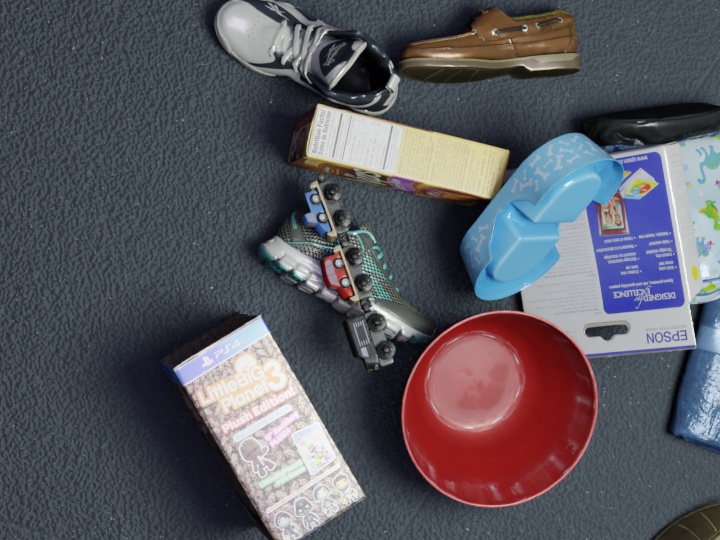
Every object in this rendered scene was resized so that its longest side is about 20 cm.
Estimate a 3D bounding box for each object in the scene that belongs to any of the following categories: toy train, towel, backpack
[{"bbox_3d":[-0.016,0.002,1.618,0.045,0.034,0.201,-18,81,-5],"label":"toy train"},{"bbox_3d":[0.403,0.097,1.765,0.111,0.049,0.201,18,86,-10],"label":"towel"},{"bbox_3d":[0.324,-0.063,1.713,0.162,0.154,0.202,-7,104,-18],"label":"backpack"}]

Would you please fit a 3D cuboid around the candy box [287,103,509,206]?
[{"bbox_3d":[0.035,-0.112,1.654,0.199,0.117,0.057,14,87,-11],"label":"candy box"}]

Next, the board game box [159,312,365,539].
[{"bbox_3d":[-0.098,0.151,1.602,0.096,0.159,0.201,-31,95,-10],"label":"board game box"}]

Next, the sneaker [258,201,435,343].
[{"bbox_3d":[0.000,0.000,1.669,0.199,0.078,0.092,33,79,-11],"label":"sneaker"}]

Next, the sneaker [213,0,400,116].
[{"bbox_3d":[-0.046,-0.216,1.630,0.198,0.130,0.080,32,83,-10],"label":"sneaker"}]

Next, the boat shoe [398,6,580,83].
[{"bbox_3d":[0.129,-0.233,1.703,0.199,0.072,0.069,-4,86,-21],"label":"boat shoe"}]

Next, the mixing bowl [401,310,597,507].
[{"bbox_3d":[0.126,0.126,1.666,0.198,0.108,0.202,-2,102,-11],"label":"mixing bowl"}]

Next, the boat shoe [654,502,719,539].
[{"bbox_3d":[0.330,0.324,1.737,0.200,0.072,0.068,-37,108,-4],"label":"boat shoe"}]

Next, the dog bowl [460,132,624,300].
[{"bbox_3d":[0.171,-0.054,1.624,0.111,0.200,0.050,-3,50,-45],"label":"dog bowl"}]

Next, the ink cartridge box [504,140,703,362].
[{"bbox_3d":[0.244,-0.016,1.668,0.047,0.197,0.202,-15,96,-50],"label":"ink cartridge box"}]
